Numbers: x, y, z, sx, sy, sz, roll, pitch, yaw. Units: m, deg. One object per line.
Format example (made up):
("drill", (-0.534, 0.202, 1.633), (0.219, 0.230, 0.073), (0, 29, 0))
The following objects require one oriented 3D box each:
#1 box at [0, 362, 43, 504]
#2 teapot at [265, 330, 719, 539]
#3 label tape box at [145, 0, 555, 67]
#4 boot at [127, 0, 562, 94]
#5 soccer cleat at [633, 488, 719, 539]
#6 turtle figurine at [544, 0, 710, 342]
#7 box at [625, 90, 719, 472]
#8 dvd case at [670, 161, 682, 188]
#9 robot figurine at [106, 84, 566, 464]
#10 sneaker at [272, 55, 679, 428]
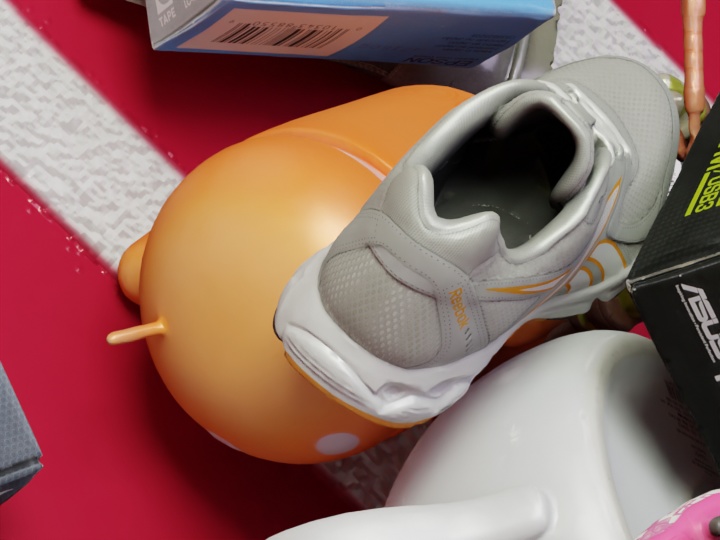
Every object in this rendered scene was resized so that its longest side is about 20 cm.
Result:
("box", (-0.209, 0.002, 0.809), (0.157, 0.051, 0.201), (-16, 75, -42))
("teapot", (0.063, 0.125, 0.848), (0.200, 0.146, 0.197), (56, 24, -8))
("label tape box", (-0.015, -0.181, 0.970), (0.143, 0.066, 0.201), (0, 73, -31))
("boot", (-0.011, -0.151, 1.043), (0.199, 0.073, 0.182), (20, 53, -19))
("soccer cleat", (0.054, 0.142, 0.715), (0.070, 0.086, 0.200), (42, 66, -15))
("turtle figurine", (0.118, -0.015, 0.973), (0.064, 0.161, 0.201), (-30, 111, -30))
("box", (0.168, 0.035, 0.861), (0.201, 0.047, 0.193), (62, 33, -17))
("dvd case", (0.202, 0.000, 1.139), (0.199, 0.022, 0.147), (-7, 70, -40))
("robot figurine", (-0.002, 0.000, 0.910), (0.144, 0.117, 0.200), (43, 30, 14))
("sneaker", (0.059, -0.028, 0.807), (0.076, 0.092, 0.200), (41, 41, 7))
